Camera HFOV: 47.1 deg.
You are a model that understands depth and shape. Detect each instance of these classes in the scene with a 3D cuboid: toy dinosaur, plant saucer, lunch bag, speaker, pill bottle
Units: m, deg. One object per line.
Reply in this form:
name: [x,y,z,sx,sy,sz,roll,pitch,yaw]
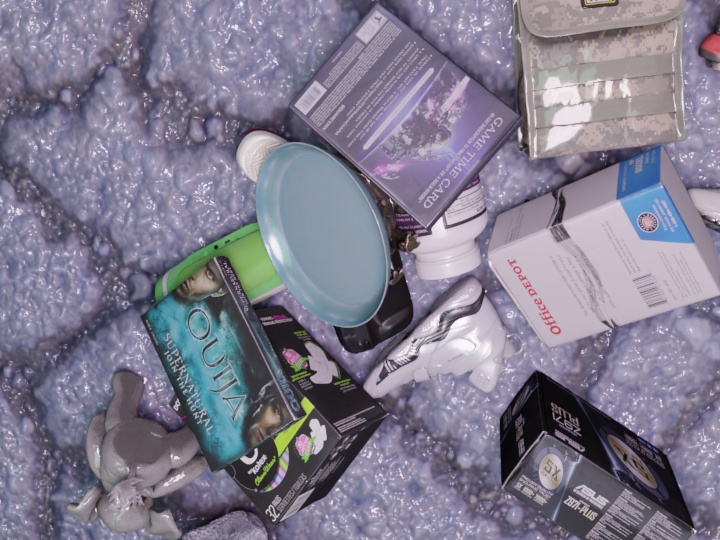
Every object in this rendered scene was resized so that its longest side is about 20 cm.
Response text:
toy dinosaur: [0.016,-0.043,0.883,0.076,0.102,0.203,-23,114,-21]
plant saucer: [-0.037,-0.038,0.861,0.199,0.027,0.203,27,131,36]
lunch bag: [0.240,-0.227,0.847,0.161,0.118,0.204,-5,103,6]
speaker: [-0.147,0.003,0.996,0.198,0.089,0.089,-25,101,16]
pill bottle: [0.076,-0.098,0.914,0.111,0.113,0.203,-11,105,12]

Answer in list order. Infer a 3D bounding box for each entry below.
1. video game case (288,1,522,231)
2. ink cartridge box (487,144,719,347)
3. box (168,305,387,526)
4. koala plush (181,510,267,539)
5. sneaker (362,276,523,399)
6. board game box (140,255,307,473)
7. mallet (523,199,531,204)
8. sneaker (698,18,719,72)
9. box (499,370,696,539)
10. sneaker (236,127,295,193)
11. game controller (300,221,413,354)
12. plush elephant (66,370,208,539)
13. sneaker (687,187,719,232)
video game case: [0.042,-0.158,0.830,0.200,0.019,0.143,42,91,16]
ink cartridge box: [0.256,-0.020,0.880,0.198,0.085,0.145,-22,117,33]
box: [-0.099,0.164,0.983,0.200,0.124,0.149,43,110,20]
koala plush: [-0.168,0.442,1.040,0.199,0.182,0.180,30,118,42]
sneaker: [0.098,0.112,0.992,0.115,0.075,0.200,45,105,-3]
board game box: [-0.157,0.105,0.924,0.135,0.028,0.202,-35,77,25]
mallet: [0.280,-0.035,0.943,0.197,0.041,0.067,10,110,11]
sneaker: [0.453,-0.227,0.835,0.197,0.071,0.099,19,111,5]
box: [0.264,0.230,0.954,0.198,0.164,0.087,33,109,-1]
sneaker: [-0.061,-0.104,0.963,0.199,0.085,0.075,37,97,-28]
game controller: [0.000,0.000,0.964,0.103,0.042,0.202,-30,119,-23]
plush elephant: [-0.288,0.266,1.066,0.163,0.201,0.156,23,128,-6]
sneaker: [0.446,-0.075,0.891,0.196,0.075,0.089,6,96,1]
